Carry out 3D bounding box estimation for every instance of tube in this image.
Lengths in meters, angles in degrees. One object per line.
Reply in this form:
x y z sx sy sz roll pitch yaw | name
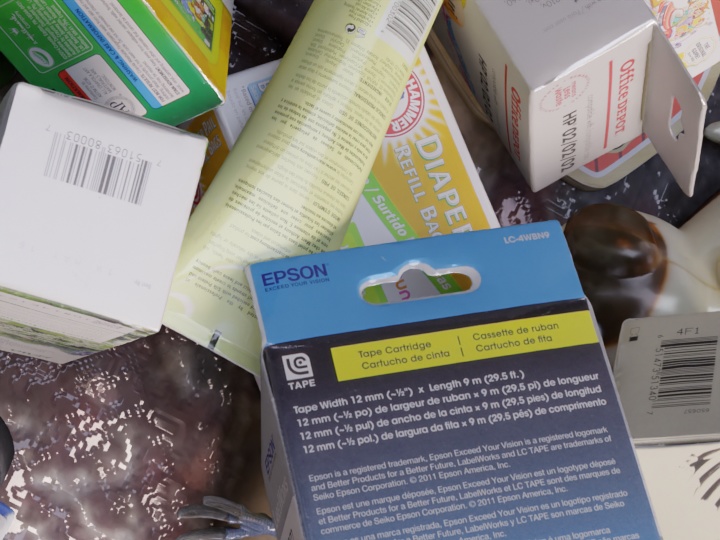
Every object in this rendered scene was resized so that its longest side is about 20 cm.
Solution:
-0.023 -0.054 0.804 0.058 0.052 0.201 17 73 25 | tube

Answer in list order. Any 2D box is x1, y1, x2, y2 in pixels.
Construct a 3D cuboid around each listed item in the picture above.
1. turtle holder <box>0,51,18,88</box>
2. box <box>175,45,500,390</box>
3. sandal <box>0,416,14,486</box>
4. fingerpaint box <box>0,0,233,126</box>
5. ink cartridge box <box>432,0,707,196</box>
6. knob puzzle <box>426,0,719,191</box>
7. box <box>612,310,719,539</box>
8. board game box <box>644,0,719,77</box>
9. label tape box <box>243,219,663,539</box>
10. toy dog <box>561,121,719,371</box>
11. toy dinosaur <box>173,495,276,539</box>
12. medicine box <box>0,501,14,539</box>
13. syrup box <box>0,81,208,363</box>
-0.216 -0.131 0.804 0.184 0.141 0.133 -4 82 -19 | turtle holder
0.000 0.000 0.876 0.112 0.101 0.201 -21 85 -21 | box
-0.227 0.023 0.816 0.200 0.076 0.043 41 48 -11 | sandal
-0.135 -0.177 0.793 0.200 0.073 0.168 51 27 -38 | fingerpaint box
0.079 -0.119 0.874 0.068 0.115 0.201 -29 69 -5 | ink cartridge box
0.120 -0.143 0.988 0.218 0.030 0.222 3 81 -20 | knob puzzle
0.172 0.115 0.863 0.083 0.068 0.201 -73 147 -42 | box
0.104 -0.187 0.848 0.034 0.200 0.135 -30 58 2 | board game box
0.037 0.087 0.764 0.142 0.066 0.201 -8 61 -13 | label tape box
0.180 0.008 0.933 0.198 0.140 0.195 -10 72 -21 | toy dog
-0.002 0.168 0.841 0.199 0.181 0.106 22 61 -47 | toy dinosaur
-0.248 0.093 0.726 0.181 0.200 0.103 33 75 -13 | medicine box
-0.133 -0.013 0.784 0.078 0.200 0.082 17 79 -17 | syrup box
